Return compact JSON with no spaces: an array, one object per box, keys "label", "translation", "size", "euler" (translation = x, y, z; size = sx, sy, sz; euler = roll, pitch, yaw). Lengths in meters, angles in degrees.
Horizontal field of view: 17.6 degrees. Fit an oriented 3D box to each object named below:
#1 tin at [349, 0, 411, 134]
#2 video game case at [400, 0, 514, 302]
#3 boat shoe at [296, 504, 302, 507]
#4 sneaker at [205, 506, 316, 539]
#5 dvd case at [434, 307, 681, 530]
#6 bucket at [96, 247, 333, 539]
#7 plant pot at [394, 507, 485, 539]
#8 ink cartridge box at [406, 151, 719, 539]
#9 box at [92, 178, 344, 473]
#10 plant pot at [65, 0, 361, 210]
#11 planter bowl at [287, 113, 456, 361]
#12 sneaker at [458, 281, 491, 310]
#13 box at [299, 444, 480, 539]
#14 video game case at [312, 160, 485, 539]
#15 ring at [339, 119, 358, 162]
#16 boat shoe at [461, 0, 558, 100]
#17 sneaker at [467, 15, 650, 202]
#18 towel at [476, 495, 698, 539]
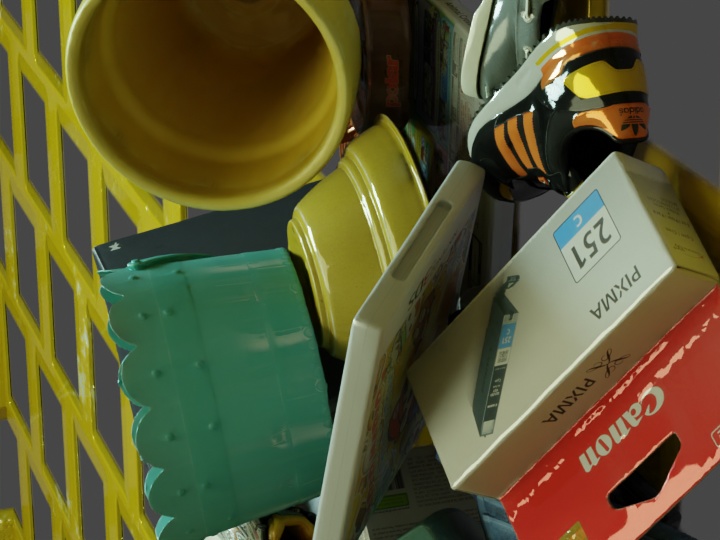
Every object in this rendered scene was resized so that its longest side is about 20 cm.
[{"label":"tin","translation":[0.007,-0.173,1.694],"size":[0.200,0.042,0.113],"euler":[-107,12,-63]},{"label":"video game case","translation":[0.066,-0.086,1.625],"size":[0.182,0.022,0.201],"euler":[-127,34,-57]},{"label":"boat shoe","translation":[-0.078,0.234,2.116],"size":[0.070,0.070,0.201],"euler":[-173,76,-67]},{"label":"sneaker","translation":[-0.057,0.194,1.689],"size":[0.200,0.077,0.083],"euler":[52,141,41]},{"label":"dvd case","translation":[0.117,0.131,1.430],"size":[0.200,0.017,0.143],"euler":[45,149,31]},{"label":"bucket","translation":[-0.099,0.084,1.625],"size":[0.207,0.134,0.208],"euler":[168,90,-83]},{"label":"plant pot","translation":[0.043,0.237,1.477],"size":[0.142,0.141,0.200],"euler":[57,179,18]},{"label":"ink cartridge box","translation":[0.125,0.064,1.306],"size":[0.200,0.045,0.177],"euler":[-48,45,28]},{"label":"box","translation":[-0.084,0.062,1.801],"size":[0.123,0.199,0.199],"euler":[-127,23,-60]},{"label":"plant pot","translation":[-0.091,-0.173,1.652],"size":[0.189,0.199,0.202],"euler":[-74,-10,-58]},{"label":"planter bowl","translation":[0.000,0.000,1.592],"size":[0.200,0.083,0.202],"euler":[165,90,-81]},{"label":"sneaker","translation":[0.115,0.044,1.448],"size":[0.200,0.071,0.080],"euler":[158,108,-70]},{"label":"box","translation":[0.025,0.205,1.721],"size":[0.200,0.112,0.102],"euler":[129,131,-63]},{"label":"video game case","translation":[0.023,0.059,1.423],"size":[0.182,0.023,0.201],"euler":[-56,-18,-50]},{"label":"ring","translation":[0.015,-0.026,1.758],"size":[0.200,0.019,0.202],"euler":[163,90,-79]},{"label":"boat shoe","translation":[0.114,-0.185,1.411],"size":[0.062,0.073,0.201],"euler":[25,125,17]},{"label":"sneaker","translation":[0.118,-0.071,1.391],"size":[0.200,0.070,0.091],"euler":[123,139,-61]},{"label":"towel","translation":[0.144,0.187,1.360],"size":[0.200,0.048,0.112],"euler":[17,131,55]}]
